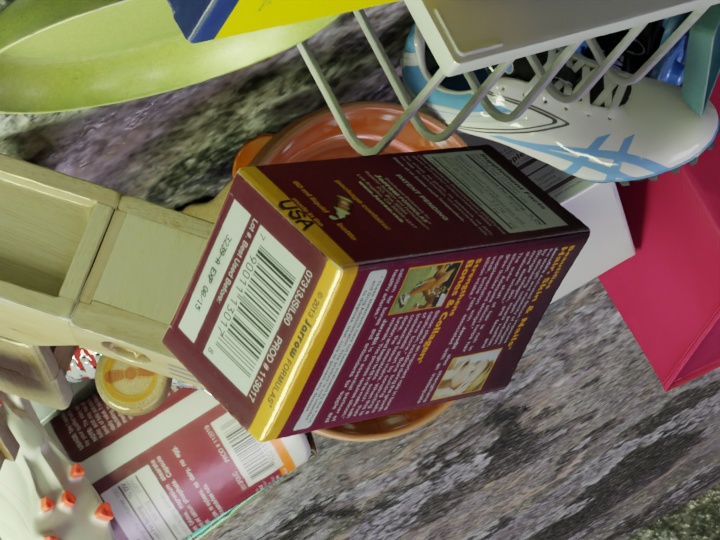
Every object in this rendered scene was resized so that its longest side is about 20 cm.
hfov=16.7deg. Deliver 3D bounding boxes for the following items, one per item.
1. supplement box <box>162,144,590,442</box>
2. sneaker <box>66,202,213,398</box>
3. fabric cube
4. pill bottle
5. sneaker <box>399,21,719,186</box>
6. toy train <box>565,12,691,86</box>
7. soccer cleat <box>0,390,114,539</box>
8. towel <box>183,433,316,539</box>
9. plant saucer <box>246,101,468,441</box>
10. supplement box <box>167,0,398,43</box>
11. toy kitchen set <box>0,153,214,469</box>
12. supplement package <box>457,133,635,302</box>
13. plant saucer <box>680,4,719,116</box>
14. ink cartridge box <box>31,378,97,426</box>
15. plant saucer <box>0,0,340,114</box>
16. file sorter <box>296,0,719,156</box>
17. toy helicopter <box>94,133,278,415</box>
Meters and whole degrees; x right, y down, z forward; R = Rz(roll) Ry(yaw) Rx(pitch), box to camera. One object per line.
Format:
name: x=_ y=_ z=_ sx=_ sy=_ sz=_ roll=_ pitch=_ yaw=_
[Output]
supplement box: x=0.010 y=0.007 z=1.258 sx=0.199 sy=0.086 sz=0.111 roll=-8 pitch=133 yaw=-48
sneaker: x=-0.149 y=0.054 z=1.551 sx=0.199 sy=0.113 sz=0.071 roll=-32 pitch=163 yaw=10
fabric cube: x=0.271 y=-0.069 z=1.733 sx=0.199 sy=0.200 sz=0.196 roll=-22 pitch=160 yaw=-22
pill bottle: x=-0.143 y=0.127 z=1.617 sx=0.199 sy=0.114 sz=0.114 roll=-31 pitch=162 yaw=-6
sneaker: x=0.114 y=-0.104 z=1.447 sx=0.073 sy=0.199 sz=0.072 roll=70 pitch=40 yaw=-56
toy train: x=0.177 y=-0.160 z=1.502 sx=0.115 sy=0.086 sz=0.200 roll=-58 pitch=165 yaw=-25
soccer cleat: x=-0.215 y=0.135 z=1.536 sx=0.077 sy=0.201 sz=0.069 roll=-31 pitch=177 yaw=44
towel: x=-0.126 y=0.130 z=1.759 sx=0.200 sy=0.147 sz=0.022 roll=-37 pitch=137 yaw=19
plant saucer: x=0.000 y=0.000 z=1.455 sx=0.199 sy=0.201 sz=0.032 roll=-19 pitch=-166 yaw=-30
supplement box: x=-0.004 y=-0.193 z=1.119 sx=0.199 sy=0.109 sz=0.110 roll=-16 pitch=157 yaw=-36
toy kitchen set: x=-0.145 y=0.066 z=1.379 sx=0.200 sy=0.179 sz=0.164 roll=85 pitch=24 yaw=-71
supplement package: x=0.067 y=-0.030 z=1.650 sx=0.199 sy=0.111 sz=0.156 roll=-29 pitch=157 yaw=1
plant saucer: x=0.223 y=-0.184 z=1.443 sx=0.070 sy=0.019 sz=0.201 roll=89 pitch=20 yaw=-51
ink cartridge box: x=-0.140 y=0.050 z=1.682 sx=0.200 sy=0.047 sz=0.160 roll=-42 pitch=159 yaw=17
plant saucer: x=-0.104 y=-0.124 z=1.210 sx=0.199 sy=0.031 sz=0.200 roll=-15 pitch=173 yaw=-2
file sorter: x=0.070 y=-0.156 z=1.293 sx=0.199 sy=0.139 sz=0.125 roll=-17 pitch=162 yaw=-34
toy helicopter: x=-0.074 y=0.021 z=1.486 sx=0.200 sy=0.132 sz=0.079 roll=-42 pitch=175 yaw=-3
